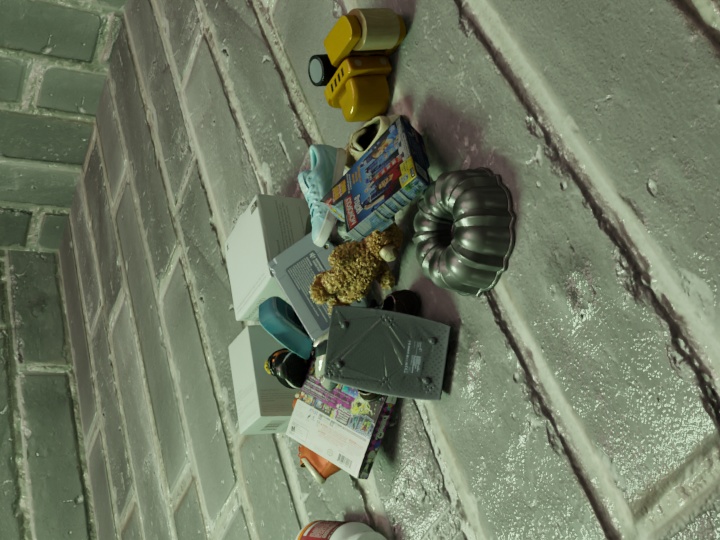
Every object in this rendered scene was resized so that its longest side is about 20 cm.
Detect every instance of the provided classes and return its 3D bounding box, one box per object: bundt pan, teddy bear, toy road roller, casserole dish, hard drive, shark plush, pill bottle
[{"bbox_3d":[0.146,-0.062,1.373,0.201,0.075,0.206,-10,79,60],"label":"bundt pan"},{"bbox_3d":[0.000,0.000,1.539,0.198,0.146,0.067,-31,34,1],"label":"teddy bear"},{"bbox_3d":[0.006,-0.362,1.610,0.200,0.121,0.148,-45,63,51],"label":"toy road roller"},{"bbox_3d":[-0.137,0.102,1.693,0.039,0.121,0.200,-51,13,6],"label":"casserole dish"},{"bbox_3d":[0.044,0.131,1.446,0.042,0.196,0.138,-23,-59,-77],"label":"hard drive"},{"bbox_3d":[-0.008,0.117,1.571,0.084,0.200,0.091,48,170,-5],"label":"shark plush"},{"bbox_3d":[-0.031,0.503,1.578,0.199,0.111,0.115,-23,67,57],"label":"pill bottle"}]

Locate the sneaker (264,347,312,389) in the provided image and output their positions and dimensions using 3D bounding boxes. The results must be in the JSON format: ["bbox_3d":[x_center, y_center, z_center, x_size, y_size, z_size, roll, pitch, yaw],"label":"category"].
[{"bbox_3d":[-0.147,0.188,1.703,0.200,0.088,0.071,-12,-86,-79],"label":"sneaker"}]

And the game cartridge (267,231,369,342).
[{"bbox_3d":[-0.069,0.034,1.637,0.132,0.041,0.202,-33,77,5],"label":"game cartridge"}]

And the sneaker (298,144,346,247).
[{"bbox_3d":[-0.081,-0.140,1.631,0.074,0.081,0.203,126,155,-60],"label":"sneaker"}]

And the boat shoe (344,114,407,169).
[{"bbox_3d":[0.010,-0.237,1.633,0.199,0.064,0.074,-22,68,57],"label":"boat shoe"}]

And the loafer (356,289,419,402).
[{"bbox_3d":[0.031,0.123,1.509,0.072,0.071,0.203,21,93,42],"label":"loafer"}]

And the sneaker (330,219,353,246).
[{"bbox_3d":[-0.008,-0.082,1.657,0.200,0.073,0.083,128,130,-60],"label":"sneaker"}]

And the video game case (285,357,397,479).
[{"bbox_3d":[-0.033,0.248,1.595,0.198,0.036,0.184,19,89,42],"label":"video game case"}]

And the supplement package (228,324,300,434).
[{"bbox_3d":[-0.197,0.231,1.889,0.117,0.116,0.203,-43,51,50],"label":"supplement package"}]

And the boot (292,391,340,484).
[{"bbox_3d":[-0.092,0.313,1.687,0.107,0.075,0.200,-46,43,-1],"label":"boot"}]

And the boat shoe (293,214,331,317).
[{"bbox_3d":[-0.094,-0.009,1.695,0.073,0.062,0.206,-178,91,-65],"label":"boat shoe"}]

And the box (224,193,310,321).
[{"bbox_3d":[-0.186,-0.023,1.884,0.199,0.129,0.203,-46,49,48],"label":"box"}]

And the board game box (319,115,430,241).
[{"bbox_3d":[0.024,-0.130,1.475,0.199,0.061,0.201,-39,31,21],"label":"board game box"}]
